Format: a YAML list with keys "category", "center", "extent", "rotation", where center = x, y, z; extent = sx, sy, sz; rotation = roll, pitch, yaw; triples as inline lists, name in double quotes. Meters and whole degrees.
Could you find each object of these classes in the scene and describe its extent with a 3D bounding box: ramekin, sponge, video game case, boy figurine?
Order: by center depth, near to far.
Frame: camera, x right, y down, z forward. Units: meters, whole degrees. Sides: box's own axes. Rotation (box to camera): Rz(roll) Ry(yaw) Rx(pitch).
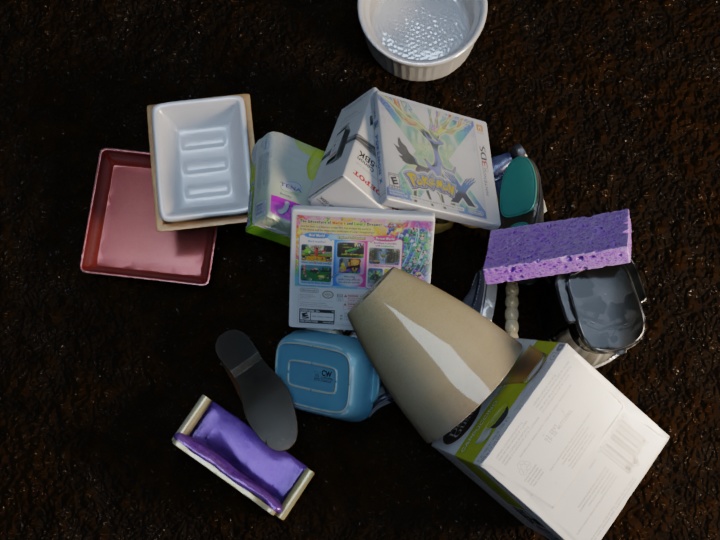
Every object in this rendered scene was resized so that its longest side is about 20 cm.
- category: "sponge"
  center: [0.269, -0.033, 1.534]
  extent: [0.199, 0.112, 0.030]
  rotation: [-9, 118, 20]
- category: "video game case"
  center: [0.000, 0.000, 1.580]
  extent: [0.199, 0.024, 0.183]
  rotation: [3, 113, 0]
- category: "video game case"
  center: [0.110, -0.159, 1.626]
  extent: [0.199, 0.022, 0.183]
  rotation: [11, 60, -29]
- category: "boy figurine"
  center: [0.168, -0.122, 1.712]
  extent: [0.199, 0.064, 0.125]
  rotation: [-27, 81, -9]
- category: "ramekin"
  center: [0.095, -0.396, 1.758]
  extent: [0.200, 0.098, 0.201]
  rotation: [0, 76, 1]

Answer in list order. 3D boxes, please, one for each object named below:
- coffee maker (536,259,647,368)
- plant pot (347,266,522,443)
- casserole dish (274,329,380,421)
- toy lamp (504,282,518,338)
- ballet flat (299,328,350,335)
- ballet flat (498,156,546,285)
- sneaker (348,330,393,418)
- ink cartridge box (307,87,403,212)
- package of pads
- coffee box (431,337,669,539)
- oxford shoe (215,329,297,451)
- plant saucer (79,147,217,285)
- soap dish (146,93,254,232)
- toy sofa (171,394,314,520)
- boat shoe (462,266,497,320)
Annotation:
- category: "coffee maker"
  center: [0.315, 0.042, 1.600]
  extent: [0.135, 0.200, 0.192]
  rotation: [-38, 79, -9]
- category: "plant pot"
  center: [0.084, 0.097, 1.524]
  extent: [0.200, 0.187, 0.187]
  rotation: [45, 81, -3]
- category: "casserole dish"
  center: [-0.058, 0.151, 1.604]
  extent: [0.199, 0.039, 0.122]
  rotation: [7, 96, 40]
- category: "toy lamp"
  center: [0.227, 0.053, 1.675]
  extent: [0.058, 0.058, 0.201]
  rotation: [3, 80, 2]
- category: "ballet flat"
  center: [-0.037, 0.067, 1.667]
  extent: [0.068, 0.068, 0.200]
  rotation: [37, 80, 8]
- category: "ballet flat"
  center: [0.242, -0.068, 1.654]
  extent: [0.073, 0.073, 0.201]
  rotation: [1, 66, 1]
- category: "sneaker"
  center: [0.033, 0.122, 1.651]
  extent: [0.108, 0.070, 0.200]
  rotation: [34, 86, 13]
- category: "ink cartridge box"
  center: [0.023, -0.144, 1.638]
  extent: [0.147, 0.083, 0.200]
  rotation: [39, 45, -23]
- category: "package of pads"
  center: [-0.068, -0.105, 1.647]
  extent: [0.199, 0.068, 0.155]
  rotation: [19, 56, -31]
- category: "coffee box"
  center: [0.253, 0.233, 1.533]
  extent: [0.200, 0.198, 0.200]
  rotation: [41, 80, -12]
- category: "oxford shoe"
  center: [-0.144, 0.180, 1.629]
  extent: [0.071, 0.071, 0.200]
  rotation: [-26, 62, -10]
- category: "plant saucer"
  center: [-0.315, -0.080, 1.722]
  extent: [0.199, 0.037, 0.200]
  rotation: [6, 77, 1]
- category: "soap dish"
  center: [-0.233, -0.157, 1.679]
  extent: [0.157, 0.081, 0.201]
  rotation: [-7, 77, -1]
- category: "toy sofa"
  center: [-0.168, 0.267, 1.608]
  extent: [0.200, 0.098, 0.083]
  rotation: [34, 80, 9]
- category: "boat shoe"
  center: [0.140, 0.081, 1.656]
  extent: [0.092, 0.075, 0.201]
  rotation: [14, 78, -4]
